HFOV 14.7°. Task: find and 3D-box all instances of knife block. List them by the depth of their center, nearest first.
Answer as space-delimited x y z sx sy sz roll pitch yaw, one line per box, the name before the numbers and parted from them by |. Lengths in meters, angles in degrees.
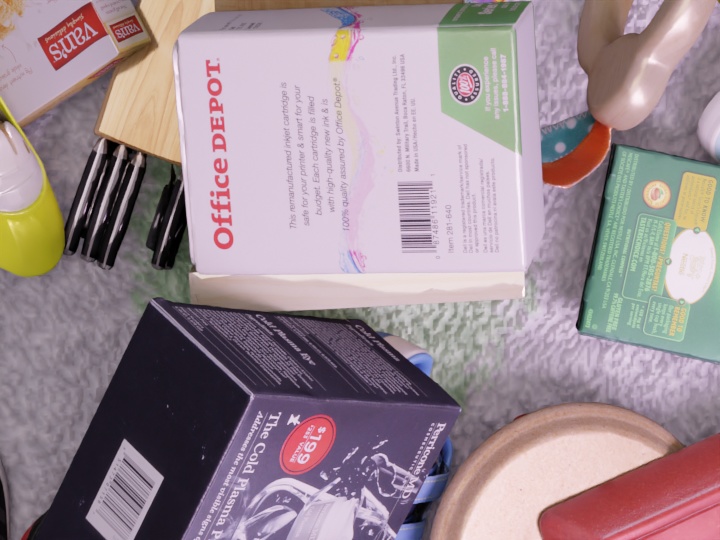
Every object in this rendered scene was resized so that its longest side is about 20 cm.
knife block | -0.132 -0.106 1.727 0.175 0.064 0.201 -26 90 1

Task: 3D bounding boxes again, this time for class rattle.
rattle | 0.195 -0.119 1.705 0.143 0.130 0.201 28 74 -40

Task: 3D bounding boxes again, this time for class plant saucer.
plant saucer | 0.232 0.203 1.695 0.199 0.037 0.201 -23 102 -12

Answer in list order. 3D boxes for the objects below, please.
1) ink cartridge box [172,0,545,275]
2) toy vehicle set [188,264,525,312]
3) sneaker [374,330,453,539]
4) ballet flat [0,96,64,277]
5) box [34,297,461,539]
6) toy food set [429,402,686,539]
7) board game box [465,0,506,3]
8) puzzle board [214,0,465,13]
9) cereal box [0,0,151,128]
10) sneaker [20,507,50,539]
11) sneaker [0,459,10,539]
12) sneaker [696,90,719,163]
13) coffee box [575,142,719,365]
ink cartridge box | 0.001 -0.077 1.617 0.199 0.084 0.146 -1 106 11
toy vehicle set | 0.000 0.000 1.693 0.199 0.124 0.027 -3 98 1
sneaker | 0.011 0.133 1.707 0.082 0.074 0.201 -2 93 40
ballet flat | -0.239 -0.088 1.680 0.067 0.067 0.201 -29 86 -25
box | -0.070 0.131 1.613 0.104 0.182 0.201 40 112 36
toy food set | 0.132 0.180 1.709 0.197 0.049 0.201 20 90 -16
board game box | 0.066 -0.242 1.700 0.103 0.105 0.201 23 92 2
puzzle board | -0.012 -0.168 1.645 0.150 0.017 0.201 2 109 10
cereal box | -0.227 -0.193 1.705 0.144 0.039 0.201 -29 88 39
sneaker | -0.126 0.144 1.713 0.200 0.098 0.071 -32 88 0
sneaker | -0.250 0.172 1.724 0.071 0.083 0.201 -15 90 1
sneaker | 0.306 -0.102 1.695 0.199 0.074 0.082 -23 47 2
coffee box | 0.239 0.001 1.703 0.199 0.044 0.124 11 91 3
